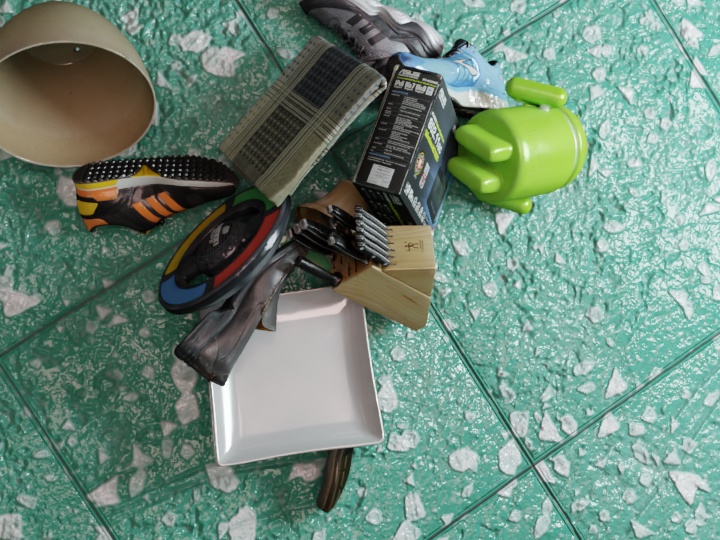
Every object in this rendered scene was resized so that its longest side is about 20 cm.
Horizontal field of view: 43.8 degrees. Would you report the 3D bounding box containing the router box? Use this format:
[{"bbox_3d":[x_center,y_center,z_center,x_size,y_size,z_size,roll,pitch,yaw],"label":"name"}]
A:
[{"bbox_3d":[0.064,-0.133,1.082,0.062,0.200,0.150,16,80,17],"label":"router box"}]

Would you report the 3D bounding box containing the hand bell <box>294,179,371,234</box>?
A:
[{"bbox_3d":[0.013,-0.124,1.152,0.104,0.104,0.200,36,71,-5],"label":"hand bell"}]

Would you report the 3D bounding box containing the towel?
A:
[{"bbox_3d":[-0.073,-0.181,1.079,0.200,0.193,0.035,-48,130,2],"label":"towel"}]

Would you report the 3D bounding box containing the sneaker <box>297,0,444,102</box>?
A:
[{"bbox_3d":[0.003,-0.285,1.150,0.200,0.075,0.114,21,82,-9],"label":"sneaker"}]

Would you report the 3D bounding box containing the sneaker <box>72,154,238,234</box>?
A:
[{"bbox_3d":[-0.252,-0.089,1.116,0.200,0.070,0.090,-2,122,-8],"label":"sneaker"}]

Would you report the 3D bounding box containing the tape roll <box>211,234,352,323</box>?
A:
[{"bbox_3d":[-0.096,0.056,1.136,0.200,0.048,0.201,0,87,-8],"label":"tape roll"}]

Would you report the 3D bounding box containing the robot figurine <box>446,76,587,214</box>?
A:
[{"bbox_3d":[0.205,-0.150,1.133,0.200,0.116,0.176,-14,128,-36],"label":"robot figurine"}]

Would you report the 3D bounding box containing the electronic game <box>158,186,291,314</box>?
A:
[{"bbox_3d":[-0.162,-0.028,1.061,0.200,0.200,0.042,-46,118,-7],"label":"electronic game"}]

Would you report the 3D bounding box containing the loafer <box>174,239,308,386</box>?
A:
[{"bbox_3d":[-0.126,0.046,1.053,0.072,0.073,0.200,44,80,-5],"label":"loafer"}]

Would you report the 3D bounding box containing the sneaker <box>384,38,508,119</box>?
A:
[{"bbox_3d":[0.108,-0.251,1.138,0.200,0.078,0.090,4,85,-42],"label":"sneaker"}]

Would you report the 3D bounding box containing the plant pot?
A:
[{"bbox_3d":[-0.352,-0.239,1.059,0.200,0.200,0.135,-13,59,-8],"label":"plant pot"}]

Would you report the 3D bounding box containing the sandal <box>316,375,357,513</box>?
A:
[{"bbox_3d":[-0.030,0.203,1.134,0.054,0.082,0.200,16,92,15],"label":"sandal"}]

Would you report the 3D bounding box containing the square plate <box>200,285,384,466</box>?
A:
[{"bbox_3d":[-0.084,0.124,1.077,0.199,0.028,0.199,-7,74,-7],"label":"square plate"}]

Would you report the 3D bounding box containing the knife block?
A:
[{"bbox_3d":[0.000,0.000,1.080,0.175,0.200,0.064,-1,57,-2],"label":"knife block"}]
